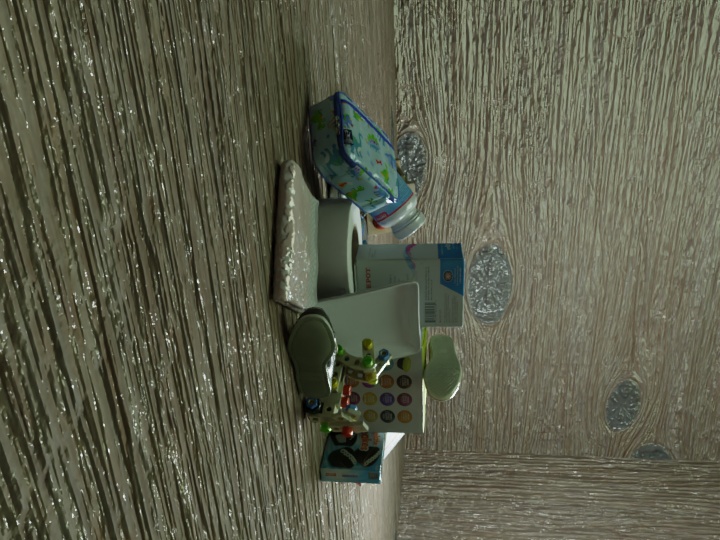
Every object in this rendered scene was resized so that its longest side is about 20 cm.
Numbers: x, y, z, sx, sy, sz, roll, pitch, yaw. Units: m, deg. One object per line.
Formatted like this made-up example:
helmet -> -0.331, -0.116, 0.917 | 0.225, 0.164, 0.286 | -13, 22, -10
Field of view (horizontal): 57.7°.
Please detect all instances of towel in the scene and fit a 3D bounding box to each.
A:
towel -> -0.093, -0.041, 0.983 | 0.191, 0.032, 0.200 | 56, 35, -77

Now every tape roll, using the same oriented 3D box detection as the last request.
tape roll -> -0.042, -0.037, 1.224 | 0.202, 0.071, 0.203 | 0, 90, -82

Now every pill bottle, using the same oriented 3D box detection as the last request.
pill bottle -> 0.057, -0.170, 1.484 | 0.200, 0.109, 0.109 | 50, 19, -12

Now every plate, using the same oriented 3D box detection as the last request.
plate -> 0.006, 0.098, 1.160 | 0.200, 0.199, 0.032 | 83, -6, -46

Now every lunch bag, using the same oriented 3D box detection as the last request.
lunch bag -> -0.009, -0.210, 1.159 | 0.200, 0.082, 0.161 | 35, 41, -49

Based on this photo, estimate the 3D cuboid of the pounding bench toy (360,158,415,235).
pounding bench toy -> 0.058, -0.210, 1.603 | 0.156, 0.124, 0.200 | -113, -166, -53

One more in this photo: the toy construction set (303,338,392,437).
toy construction set -> -0.024, 0.206, 1.114 | 0.200, 0.131, 0.092 | -73, 163, -51

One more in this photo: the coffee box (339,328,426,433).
coffee box -> 0.039, 0.200, 1.365 | 0.200, 0.197, 0.200 | -69, 158, -70

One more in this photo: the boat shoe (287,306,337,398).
boat shoe -> -0.072, 0.119, 1.013 | 0.201, 0.072, 0.061 | 94, 3, -46

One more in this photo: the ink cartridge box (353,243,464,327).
ink cartridge box -> 0.092, 0.027, 1.231 | 0.085, 0.200, 0.145 | -82, 171, -65

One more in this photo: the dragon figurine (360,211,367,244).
dragon figurine -> -0.012, -0.082, 1.477 | 0.200, 0.059, 0.100 | -97, -173, -79

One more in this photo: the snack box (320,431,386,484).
snack box -> -0.007, 0.349, 1.327 | 0.200, 0.116, 0.037 | -75, 163, -64

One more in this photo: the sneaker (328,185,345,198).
sneaker -> -0.021, -0.172, 1.324 | 0.200, 0.085, 0.077 | 83, 10, -47

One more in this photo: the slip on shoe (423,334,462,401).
slip on shoe -> 0.161, 0.199, 1.289 | 0.200, 0.074, 0.061 | -78, 169, -65

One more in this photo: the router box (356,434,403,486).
router box -> 0.033, 0.383, 1.562 | 0.200, 0.049, 0.180 | -40, 138, -41
